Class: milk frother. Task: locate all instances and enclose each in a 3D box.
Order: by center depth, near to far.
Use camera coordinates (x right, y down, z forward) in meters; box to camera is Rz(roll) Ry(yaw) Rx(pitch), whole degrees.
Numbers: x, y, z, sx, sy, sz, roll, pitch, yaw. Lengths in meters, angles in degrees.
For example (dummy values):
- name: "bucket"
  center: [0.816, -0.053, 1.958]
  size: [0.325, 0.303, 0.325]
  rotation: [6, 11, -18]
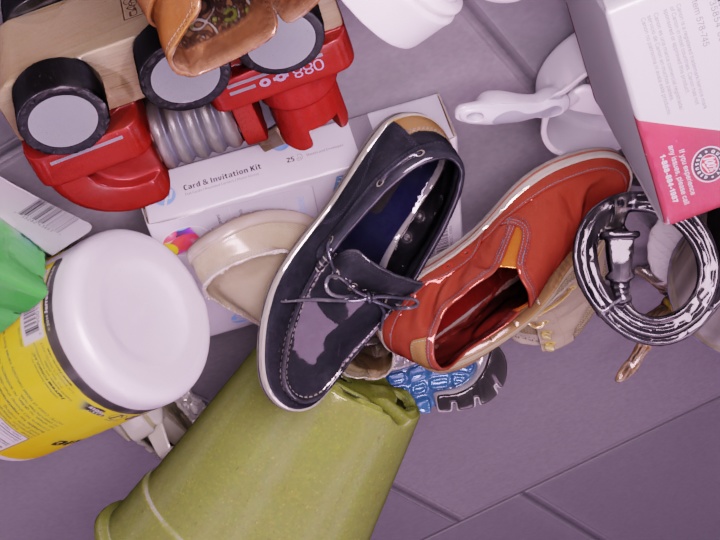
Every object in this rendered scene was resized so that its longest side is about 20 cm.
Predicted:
- name: "milk frother"
  center: [0.237, -0.005, 1.088]
  size: [0.200, 0.181, 0.188]
  rotation: [13, 158, 3]

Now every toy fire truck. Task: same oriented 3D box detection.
- name: "toy fire truck"
  center: [-0.086, -0.092, 0.880]
  size: [0.176, 0.129, 0.200]
  rotation: [-20, 140, 3]

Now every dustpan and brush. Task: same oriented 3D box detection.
- name: "dustpan and brush"
  center: [0.137, -0.112, 1.006]
  size: [0.200, 0.057, 0.140]
  rotation: [0, 145, -29]

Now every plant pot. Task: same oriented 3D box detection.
- name: "plant pot"
  center: [-0.056, 0.146, 1.139]
  size: [0.200, 0.200, 0.190]
  rotation: [19, 106, -46]

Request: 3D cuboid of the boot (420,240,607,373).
- name: "boot"
  center: [0.111, 0.024, 1.157]
  size: [0.200, 0.073, 0.156]
  rotation: [-44, 159, -19]

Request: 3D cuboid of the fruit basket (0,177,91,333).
- name: "fruit basket"
  center: [-0.286, -0.022, 0.918]
  size: [0.185, 0.094, 0.200]
  rotation: [-36, 130, 27]

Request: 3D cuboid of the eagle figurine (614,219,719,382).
- name: "eagle figurine"
  center: [0.312, 0.043, 1.226]
  size: [0.151, 0.200, 0.152]
  rotation: [-3, 107, -40]

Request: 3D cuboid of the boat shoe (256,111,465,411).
- name: "boat shoe"
  center: [0.000, 0.000, 0.972]
  size: [0.075, 0.062, 0.200]
  rotation: [25, 99, -35]

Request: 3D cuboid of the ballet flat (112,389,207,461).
- name: "ballet flat"
  center: [-0.155, 0.103, 1.194]
  size: [0.072, 0.072, 0.200]
  rotation: [-24, 149, 10]

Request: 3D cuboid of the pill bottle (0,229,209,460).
- name: "pill bottle"
  center: [-0.198, 0.056, 1.025]
  size: [0.200, 0.113, 0.112]
  rotation: [-23, 153, 39]

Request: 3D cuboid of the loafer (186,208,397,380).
- name: "loafer"
  center: [-0.031, 0.020, 1.040]
  size: [0.076, 0.068, 0.200]
  rotation: [-34, 146, 25]

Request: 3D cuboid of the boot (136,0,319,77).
- name: "boot"
  center: [-0.039, -0.191, 0.684]
  size: [0.200, 0.155, 0.077]
  rotation: [-35, 146, 26]

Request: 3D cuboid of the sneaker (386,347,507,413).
- name: "sneaker"
  center: [0.010, 0.079, 1.247]
  size: [0.200, 0.075, 0.087]
  rotation: [-2, -173, -1]

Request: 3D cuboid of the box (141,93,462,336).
- name: "box"
  center: [-0.033, -0.031, 1.065]
  size: [0.200, 0.041, 0.156]
  rotation: [-18, 149, -4]

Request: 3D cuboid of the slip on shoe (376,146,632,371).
- name: "slip on shoe"
  center: [0.101, -0.005, 1.038]
  size: [0.200, 0.061, 0.074]
  rotation: [-37, 136, -10]

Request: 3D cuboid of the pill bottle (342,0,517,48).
- name: "pill bottle"
  center: [0.074, -0.199, 0.770]
  size: [0.200, 0.120, 0.120]
  rotation: [-34, 147, 25]

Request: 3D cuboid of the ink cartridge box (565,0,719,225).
- name: "ink cartridge box"
  center: [0.222, -0.148, 0.870]
  size: [0.200, 0.145, 0.145]
  rotation: [-20, 125, 4]

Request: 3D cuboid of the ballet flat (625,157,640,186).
- name: "ballet flat"
  center: [0.261, -0.113, 1.098]
  size: [0.200, 0.057, 0.066]
  rotation: [-31, 157, 33]
